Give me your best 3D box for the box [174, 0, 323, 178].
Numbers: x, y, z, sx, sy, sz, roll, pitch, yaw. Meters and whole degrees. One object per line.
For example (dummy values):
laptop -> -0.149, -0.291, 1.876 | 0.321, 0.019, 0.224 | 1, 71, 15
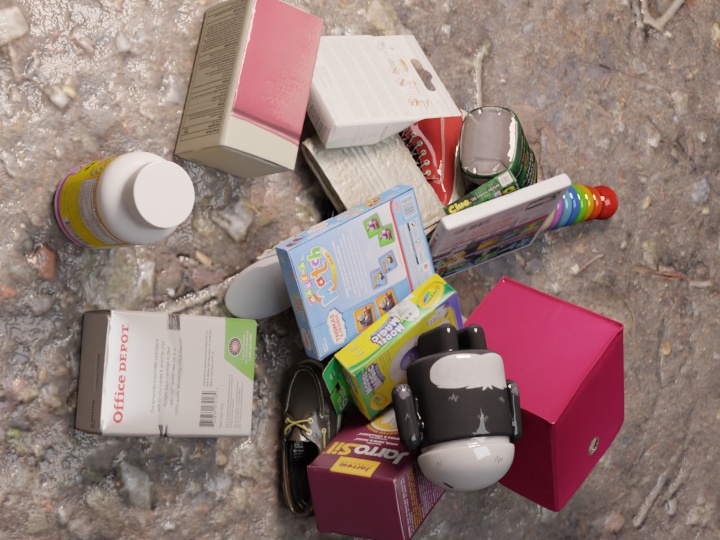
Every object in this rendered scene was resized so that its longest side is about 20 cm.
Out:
box -> -0.138, -0.228, 1.542 | 0.109, 0.128, 0.201 | 17, 80, -34

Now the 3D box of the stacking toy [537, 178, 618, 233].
stacking toy -> 0.323, -0.104, 1.896 | 0.199, 0.085, 0.086 | -7, 93, -40

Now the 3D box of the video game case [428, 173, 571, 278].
video game case -> 0.178, -0.054, 1.712 | 0.199, 0.182, 0.023 | -21, 70, -21

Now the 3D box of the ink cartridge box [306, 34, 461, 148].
ink cartridge box -> 0.013, -0.242, 1.642 | 0.199, 0.050, 0.161 | -7, 56, -33

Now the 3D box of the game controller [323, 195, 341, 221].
game controller -> -0.004, -0.072, 1.684 | 0.104, 0.042, 0.201 | 19, 79, -33

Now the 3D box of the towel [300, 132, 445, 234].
towel -> 0.021, -0.117, 1.653 | 0.132, 0.034, 0.201 | -36, 101, -25

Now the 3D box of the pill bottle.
pill bottle -> -0.265, -0.079, 1.404 | 0.104, 0.200, 0.105 | 1, 88, -35

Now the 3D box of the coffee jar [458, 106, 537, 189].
coffee jar -> 0.198, -0.151, 1.747 | 0.200, 0.085, 0.105 | 39, 55, -70

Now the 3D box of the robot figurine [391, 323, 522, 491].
robot figurine -> 0.121, 0.169, 1.517 | 0.149, 0.125, 0.201 | -9, 75, 8

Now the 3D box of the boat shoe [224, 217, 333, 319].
boat shoe -> -0.089, -0.012, 1.605 | 0.201, 0.086, 0.075 | -35, 108, 0

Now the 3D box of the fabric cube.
fabric cube -> 0.236, 0.168, 1.703 | 0.196, 0.199, 0.200 | -46, 144, -31

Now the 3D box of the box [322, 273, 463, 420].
box -> 0.043, 0.106, 1.581 | 0.200, 0.048, 0.118 | -37, 145, -14

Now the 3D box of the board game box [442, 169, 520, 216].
board game box -> 0.181, -0.077, 1.721 | 0.104, 0.200, 0.024 | -27, 71, 7

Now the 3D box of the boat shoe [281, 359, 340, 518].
boat shoe -> -0.068, 0.218, 1.603 | 0.061, 0.071, 0.203 | -8, 95, -65

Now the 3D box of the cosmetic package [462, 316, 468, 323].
cosmetic package -> 0.052, 0.070, 1.676 | 0.200, 0.073, 0.104 | 35, 78, -39

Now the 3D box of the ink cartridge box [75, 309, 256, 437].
ink cartridge box -> -0.233, 0.125, 1.491 | 0.199, 0.084, 0.146 | 7, 84, -35

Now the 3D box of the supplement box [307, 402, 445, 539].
supplement box -> 0.037, 0.251, 1.603 | 0.200, 0.130, 0.104 | -44, 131, -52

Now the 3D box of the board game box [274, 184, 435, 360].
board game box -> 0.000, 0.000, 1.551 | 0.199, 0.037, 0.152 | -28, 115, -29

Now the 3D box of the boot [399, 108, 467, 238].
boot -> 0.077, -0.153, 1.729 | 0.144, 0.072, 0.201 | 20, 69, -32
